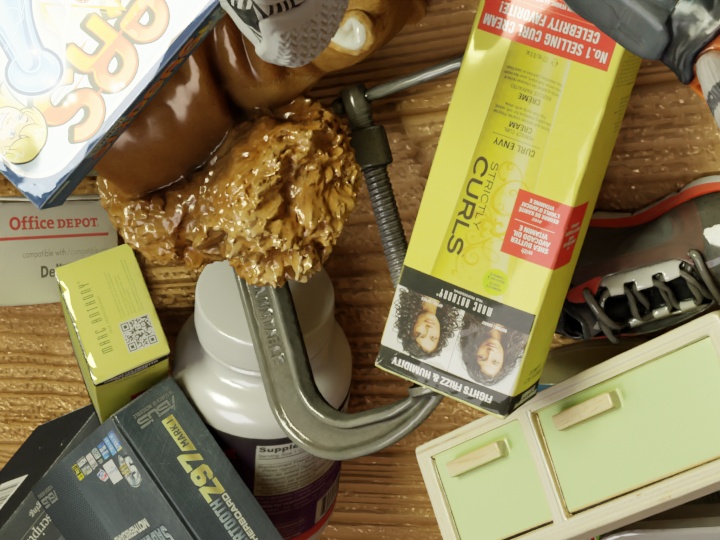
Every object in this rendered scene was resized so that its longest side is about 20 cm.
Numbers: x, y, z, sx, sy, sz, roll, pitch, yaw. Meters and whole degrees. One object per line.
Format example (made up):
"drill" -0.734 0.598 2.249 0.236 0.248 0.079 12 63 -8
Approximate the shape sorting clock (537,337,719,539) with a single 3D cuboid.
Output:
"shape sorting clock" 0.169 0.110 0.915 0.199 0.039 0.201 11 136 10

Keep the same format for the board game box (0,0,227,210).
"board game box" -0.126 -0.146 0.725 0.135 0.034 0.200 43 101 2

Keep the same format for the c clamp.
"c clamp" 0.000 0.000 0.848 0.170 0.027 0.202 -10 92 30

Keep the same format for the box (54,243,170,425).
"box" -0.152 0.049 0.995 0.200 0.050 0.076 114 135 -72

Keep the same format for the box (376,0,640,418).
"box" 0.073 -0.038 0.755 0.075 0.050 0.201 22 107 17

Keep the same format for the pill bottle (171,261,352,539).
"pill bottle" -0.063 0.082 0.994 0.111 0.112 0.201 22 137 15

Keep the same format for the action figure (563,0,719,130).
"action figure" 0.129 -0.114 0.580 0.193 0.104 0.200 43 160 19

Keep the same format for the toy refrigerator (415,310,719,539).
"toy refrigerator" 0.126 0.091 0.814 0.199 0.070 0.076 -29 72 38

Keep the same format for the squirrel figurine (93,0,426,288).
"squirrel figurine" -0.055 -0.094 0.804 0.185 0.141 0.201 -12 98 19

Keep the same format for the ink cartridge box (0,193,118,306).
"ink cartridge box" -0.234 -0.012 1.011 0.199 0.117 0.068 -2 92 36

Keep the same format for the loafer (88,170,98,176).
"loafer" -0.181 -0.088 0.948 0.199 0.068 0.076 10 134 27

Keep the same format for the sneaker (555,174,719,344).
"sneaker" 0.144 0.010 0.805 0.199 0.082 0.077 -8 124 39

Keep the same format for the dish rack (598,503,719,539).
"dish rack" 0.217 0.196 0.916 0.170 0.044 0.201 -5 131 8

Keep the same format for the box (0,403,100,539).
"box" -0.206 0.233 1.169 0.104 0.200 0.182 -22 115 44

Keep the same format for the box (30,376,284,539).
"box" -0.122 0.167 0.996 0.158 0.051 0.200 55 149 1

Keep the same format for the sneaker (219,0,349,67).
"sneaker" -0.077 -0.173 0.624 0.114 0.075 0.201 12 137 42
